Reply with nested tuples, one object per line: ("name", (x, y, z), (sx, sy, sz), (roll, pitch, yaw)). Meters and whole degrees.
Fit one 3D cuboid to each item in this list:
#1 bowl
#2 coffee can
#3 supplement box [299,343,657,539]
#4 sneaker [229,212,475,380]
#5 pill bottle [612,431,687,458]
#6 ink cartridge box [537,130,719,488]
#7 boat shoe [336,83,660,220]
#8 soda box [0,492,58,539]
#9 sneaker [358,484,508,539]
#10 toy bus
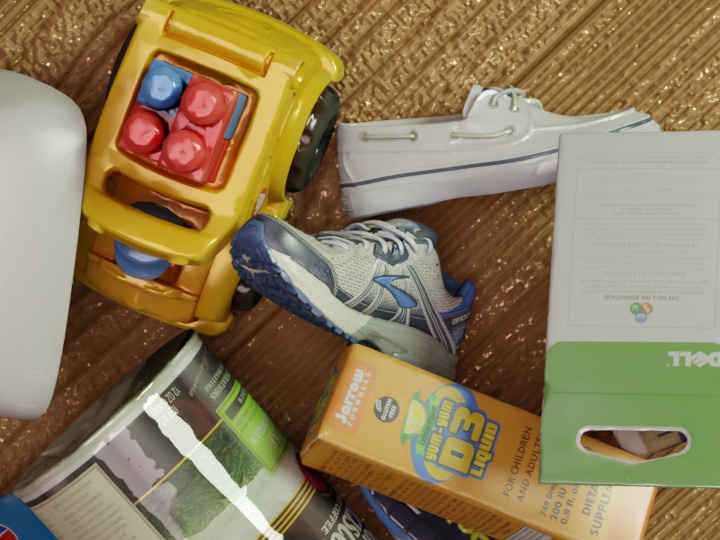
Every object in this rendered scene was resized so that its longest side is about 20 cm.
("bowl", (-0.246, -0.022, 1.081), (0.075, 0.200, 0.200), (4, 100, -36))
("coffee can", (-0.089, 0.157, 1.094), (0.146, 0.146, 0.200), (-40, 98, 9))
("supplement box", (0.069, 0.113, 1.061), (0.200, 0.069, 0.067), (21, 71, -2))
("sneaker", (0.000, 0.000, 1.080), (0.077, 0.200, 0.085), (24, 84, 41))
("pill bottle", (0.229, 0.023, 1.070), (0.200, 0.120, 0.120), (-23, 94, 9))
("ink cartridge box", (0.157, 0.025, 0.992), (0.104, 0.059, 0.201), (0, 72, 16))
("boat shoe", (0.079, -0.081, 1.097), (0.199, 0.074, 0.067), (-12, 95, 8))
("soda box", (-0.266, 0.188, 1.110), (0.200, 0.068, 0.064), (-14, 78, -30))
("sneaker", (0.052, 0.159, 1.122), (0.074, 0.082, 0.200), (-32, 81, -17))
("toy bus", (-0.104, -0.059, 1.060), (0.135, 0.192, 0.200), (23, 97, 2))
